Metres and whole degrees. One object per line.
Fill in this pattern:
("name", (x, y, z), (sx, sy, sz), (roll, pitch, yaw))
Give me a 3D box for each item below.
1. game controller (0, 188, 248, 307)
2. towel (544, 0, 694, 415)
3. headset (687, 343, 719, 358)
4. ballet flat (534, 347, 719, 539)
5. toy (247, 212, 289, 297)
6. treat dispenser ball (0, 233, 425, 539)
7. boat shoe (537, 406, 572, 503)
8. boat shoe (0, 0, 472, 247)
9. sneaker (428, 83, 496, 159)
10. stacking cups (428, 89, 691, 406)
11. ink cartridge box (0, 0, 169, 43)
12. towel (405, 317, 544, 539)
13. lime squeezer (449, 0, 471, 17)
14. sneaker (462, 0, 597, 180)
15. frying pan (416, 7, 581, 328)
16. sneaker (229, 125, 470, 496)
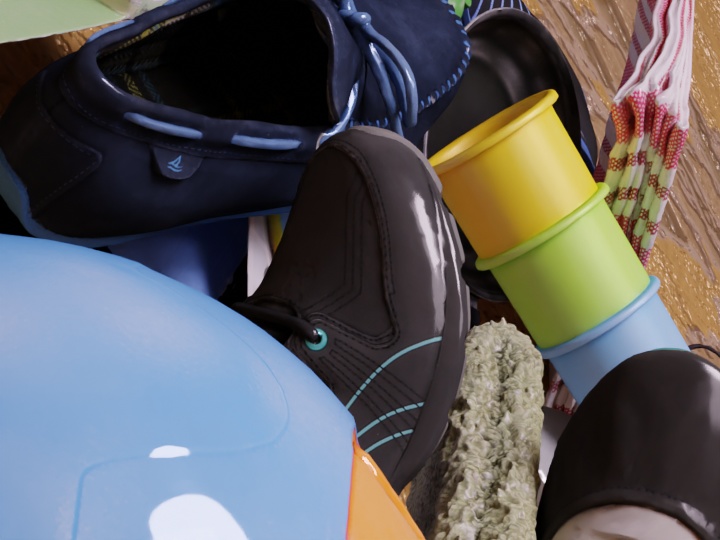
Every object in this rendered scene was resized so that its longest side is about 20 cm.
("game controller", (-0.066, -0.019, 0.768), (0.105, 0.042, 0.200), (64, 23, -19))
("towel", (0.099, -0.020, 0.957), (0.030, 0.201, 0.147), (14, 34, 1))
("headset", (0.163, 0.101, 0.945), (0.200, 0.094, 0.124), (58, -6, 52))
("ballet flat", (0.073, 0.123, 0.688), (0.068, 0.201, 0.068), (15, 24, 6))
("toy", (0.000, 0.000, 0.800), (0.115, 0.047, 0.201), (54, 35, -56))
("treat dispenser ball", (-0.078, 0.093, 0.457), (0.201, 0.200, 0.202), (42, 31, -32))
("boat shoe", (0.105, 0.135, 0.899), (0.200, 0.064, 0.071), (47, 27, -23))
("boat shoe", (-0.023, -0.056, 0.721), (0.084, 0.069, 0.200), (50, 41, 7))
("sneaker", (-0.015, -0.111, 0.928), (0.201, 0.078, 0.090), (59, 29, -1))
("stacking cups", (0.093, 0.035, 0.859), (0.201, 0.060, 0.061), (61, 25, -8))
("ink cartridge box", (-0.119, -0.127, 0.718), (0.145, 0.048, 0.200), (33, 19, 16))
("towel", (0.023, 0.122, 0.705), (0.036, 0.149, 0.200), (13, 37, -1))
("lime squeezer", (0.018, -0.128, 0.899), (0.071, 0.038, 0.200), (49, 35, -12))
("sneaker", (0.038, -0.109, 1.039), (0.200, 0.070, 0.078), (53, 18, -22))
("frying pan", (0.052, -0.008, 0.922), (0.115, 0.031, 0.191), (-7, 99, -54))
("sneaker", (-0.024, 0.053, 0.671), (0.079, 0.075, 0.201), (16, 82, -34))
